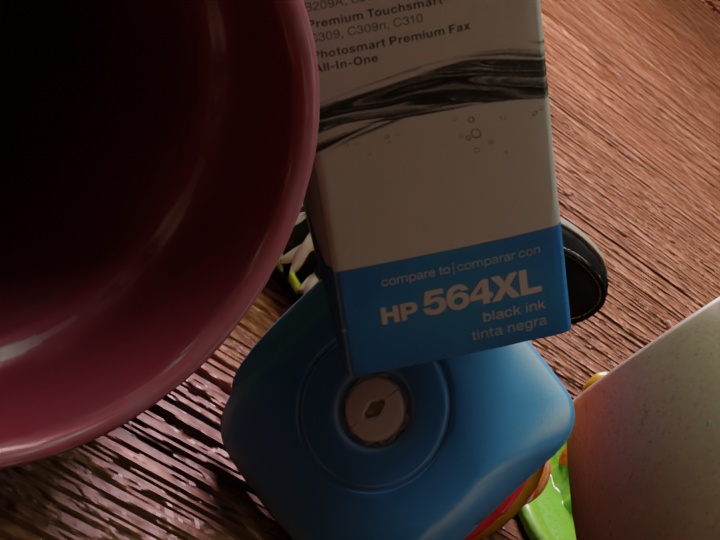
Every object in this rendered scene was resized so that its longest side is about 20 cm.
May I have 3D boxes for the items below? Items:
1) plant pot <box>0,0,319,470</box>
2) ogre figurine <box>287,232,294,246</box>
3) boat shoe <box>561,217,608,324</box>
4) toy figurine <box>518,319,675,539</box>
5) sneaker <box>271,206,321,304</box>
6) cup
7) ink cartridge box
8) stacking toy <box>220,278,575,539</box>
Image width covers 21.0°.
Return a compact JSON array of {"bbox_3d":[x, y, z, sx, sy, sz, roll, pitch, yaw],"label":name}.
[{"bbox_3d":[-0.138,-0.065,0.594,0.200,0.200,0.179,27,9,-38],"label":"plant pot"},{"bbox_3d":[-0.081,-0.054,0.721,0.098,0.200,0.120,7,57,-42],"label":"ogre figurine"},{"bbox_3d":[0.063,0.001,1.010,0.199,0.075,0.066,26,26,-40],"label":"boat shoe"},{"bbox_3d":[0.180,0.070,0.918,0.150,0.184,0.200,32,20,-27],"label":"toy figurine"},{"bbox_3d":[0.000,0.000,0.887,0.200,0.072,0.083,42,19,0],"label":"sneaker"},{"bbox_3d":[0.161,0.085,0.756,0.144,0.200,0.200,57,21,9],"label":"cup"},{"bbox_3d":[0.011,-0.090,0.660,0.146,0.084,0.201,-104,-175,-57],"label":"ink cartridge box"},{"bbox_3d":[0.040,0.070,0.793,0.110,0.116,0.200,49,8,23],"label":"stacking toy"}]
